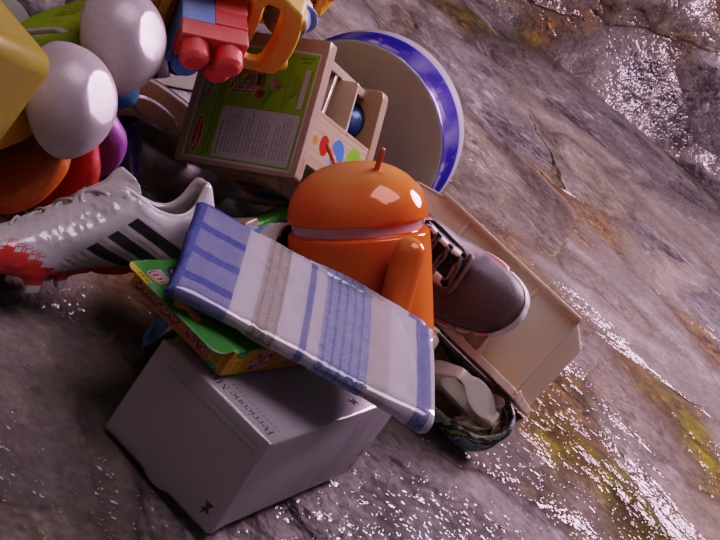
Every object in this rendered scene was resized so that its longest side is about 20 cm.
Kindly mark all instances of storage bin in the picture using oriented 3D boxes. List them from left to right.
[{"bbox_3d":[0.110,0.028,1.295,0.199,0.094,0.200,44,0,14],"label":"storage bin"}]

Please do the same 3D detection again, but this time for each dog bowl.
[{"bbox_3d":[-0.001,-0.140,1.396,0.200,0.200,0.079,41,24,5],"label":"dog bowl"}]

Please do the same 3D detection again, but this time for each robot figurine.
[{"bbox_3d":[0.001,0.000,1.092,0.117,0.200,0.144,-1,10,10],"label":"robot figurine"}]

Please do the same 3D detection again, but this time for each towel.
[{"bbox_3d":[-0.036,0.031,0.939,0.200,0.024,0.147,29,22,-12],"label":"towel"}]

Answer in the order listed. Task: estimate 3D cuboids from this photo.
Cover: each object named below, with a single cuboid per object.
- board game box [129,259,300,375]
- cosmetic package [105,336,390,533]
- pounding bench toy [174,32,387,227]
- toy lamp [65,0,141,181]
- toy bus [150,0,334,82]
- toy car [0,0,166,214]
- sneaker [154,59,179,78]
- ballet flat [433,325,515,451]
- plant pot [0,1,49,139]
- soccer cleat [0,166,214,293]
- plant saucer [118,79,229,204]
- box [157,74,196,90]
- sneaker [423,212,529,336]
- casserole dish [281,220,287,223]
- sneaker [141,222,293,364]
[{"bbox_3d":[-0.073,0.029,0.953,0.096,0.030,0.200,42,18,24],"label":"board game box"},{"bbox_3d":[-0.068,0.099,0.963,0.108,0.085,0.200,42,20,17],"label":"cosmetic package"},{"bbox_3d":[-0.074,-0.094,1.258,0.124,0.200,0.156,11,-10,25],"label":"pounding bench toy"},{"bbox_3d":[-0.221,-0.170,1.147,0.058,0.200,0.058,-7,21,3],"label":"toy lamp"},{"bbox_3d":[-0.100,-0.226,1.123,0.200,0.136,0.192,6,54,-22],"label":"toy bus"},{"bbox_3d":[-0.237,-0.121,1.043,0.200,0.175,0.150,-64,144,-44],"label":"toy car"},{"bbox_3d":[-0.242,-0.201,1.236,0.199,0.081,0.115,-23,36,-29],"label":"sneaker"},{"bbox_3d":[0.061,0.079,1.186,0.200,0.074,0.074,42,20,-17],"label":"ballet flat"},{"bbox_3d":[-0.322,-0.134,0.870,0.200,0.200,0.176,48,20,22],"label":"plant pot"},{"bbox_3d":[-0.192,-0.032,0.968,0.200,0.085,0.069,1,15,-30],"label":"soccer cleat"},{"bbox_3d":[-0.201,-0.138,1.301,0.200,0.032,0.200,33,21,-14],"label":"plant saucer"},{"bbox_3d":[-0.199,-0.243,1.459,0.082,0.068,0.200,48,22,22],"label":"box"},{"bbox_3d":[0.052,-0.013,1.168,0.200,0.077,0.082,33,-5,14],"label":"sneaker"},{"bbox_3d":[-0.025,0.017,1.265,0.121,0.039,0.200,26,24,-31],"label":"casserole dish"},{"bbox_3d":[-0.121,0.025,1.069,0.090,0.078,0.200,5,27,19],"label":"sneaker"}]
